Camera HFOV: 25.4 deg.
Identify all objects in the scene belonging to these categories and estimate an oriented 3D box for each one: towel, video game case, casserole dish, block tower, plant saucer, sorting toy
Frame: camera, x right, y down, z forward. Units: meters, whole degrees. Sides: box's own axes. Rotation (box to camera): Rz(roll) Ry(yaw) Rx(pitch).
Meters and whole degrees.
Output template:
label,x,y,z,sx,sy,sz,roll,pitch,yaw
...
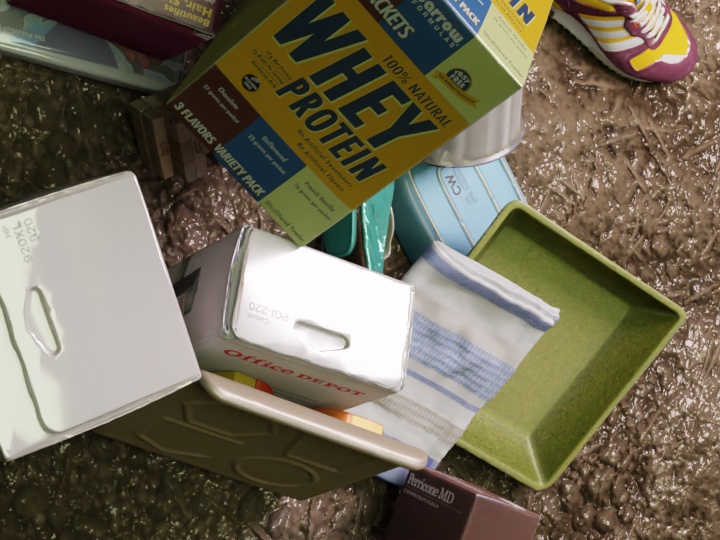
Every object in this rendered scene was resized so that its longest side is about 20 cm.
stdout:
label,x,y,z,sx,sy,sz,roll,pitch,yaw
towel,0.051,0.080,1.251,0.146,0.024,0.200,29,106,-35
video game case,-0.212,-0.240,1.185,0.199,0.023,0.184,12,82,-29
casserole dish,0.088,-0.050,1.337,0.121,0.039,0.201,-35,104,-26
block tower,-0.076,-0.133,1.229,0.199,0.054,0.058,-28,133,-26
plant saucer,0.132,0.058,1.315,0.199,0.048,0.200,31,104,-25
sorting toy,-0.075,0.116,1.147,0.184,0.200,0.037,23,66,-26

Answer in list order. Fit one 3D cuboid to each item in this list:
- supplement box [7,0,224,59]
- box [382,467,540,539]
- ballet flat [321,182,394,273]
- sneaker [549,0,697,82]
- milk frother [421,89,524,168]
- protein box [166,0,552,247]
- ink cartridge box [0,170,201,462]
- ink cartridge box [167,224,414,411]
label,x,y,z,sx,sy,sz,roll,pitch,yaw
supplement box,-0.157,-0.271,1.146,0.130,0.103,0.202,19,79,-27
box,0.055,0.264,1.251,0.075,0.100,0.201,25,85,-31
ballet flat,0.000,0.000,1.273,0.070,0.067,0.202,6,87,-43
sneaker,0.234,-0.227,1.396,0.199,0.090,0.075,26,76,-25
milk frother,0.127,-0.191,1.244,0.181,0.199,0.189,-45,148,-39
protein box,0.009,-0.160,1.073,0.135,0.200,0.199,46,33,-15
ink cartridge box,-0.224,0.029,1.065,0.144,0.200,0.148,-23,99,-28
ink cartridge box,-0.074,0.049,1.144,0.145,0.200,0.085,20,68,-27
